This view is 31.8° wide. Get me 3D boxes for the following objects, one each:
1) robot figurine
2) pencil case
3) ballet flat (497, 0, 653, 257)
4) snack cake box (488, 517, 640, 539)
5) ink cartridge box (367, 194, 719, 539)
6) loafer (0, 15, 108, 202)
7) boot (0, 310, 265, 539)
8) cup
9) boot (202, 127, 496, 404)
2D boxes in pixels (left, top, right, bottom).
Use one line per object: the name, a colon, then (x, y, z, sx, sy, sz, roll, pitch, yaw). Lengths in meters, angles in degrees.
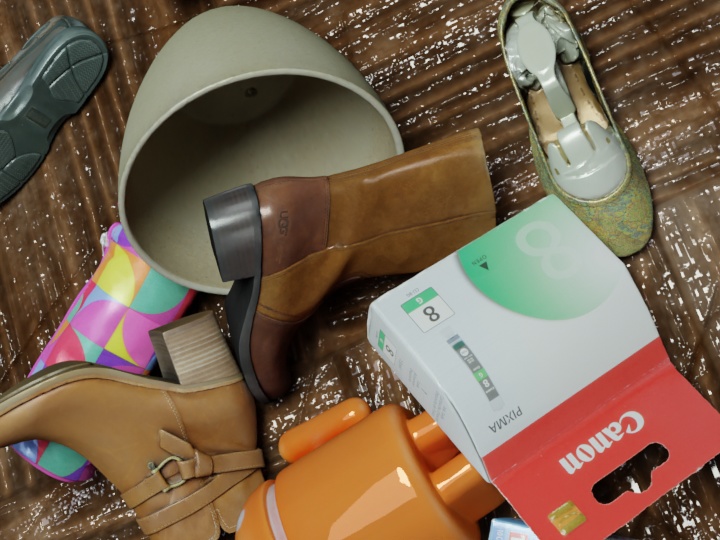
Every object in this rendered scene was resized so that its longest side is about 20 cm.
robot figurine: (0.000, 0.169, 0.839, 0.199, 0.117, 0.145, -33, 94, 11)
pencil case: (-0.193, 0.056, 0.949, 0.088, 0.088, 0.202, 28, 90, 22)
ballet flat: (0.142, -0.105, 0.867, 0.070, 0.071, 0.203, -23, 73, 14)
snack cake box: (0.131, 0.267, 0.800, 0.113, 0.067, 0.204, 6, 82, 21)
ink cartridge box: (0.124, 0.062, 0.803, 0.160, 0.050, 0.200, -29, 59, -22)
loafer: (-0.288, -0.124, 1.034, 0.200, 0.072, 0.063, -47, 49, -1)
boot: (-0.164, 0.132, 0.887, 0.198, 0.076, 0.158, -20, 97, -22)
cup: (-0.081, -0.104, 0.896, 0.199, 0.200, 0.144, -30, 49, 12)
boot: (0.000, 0.000, 0.887, 0.197, 0.191, 0.069, -14, 34, -9)
